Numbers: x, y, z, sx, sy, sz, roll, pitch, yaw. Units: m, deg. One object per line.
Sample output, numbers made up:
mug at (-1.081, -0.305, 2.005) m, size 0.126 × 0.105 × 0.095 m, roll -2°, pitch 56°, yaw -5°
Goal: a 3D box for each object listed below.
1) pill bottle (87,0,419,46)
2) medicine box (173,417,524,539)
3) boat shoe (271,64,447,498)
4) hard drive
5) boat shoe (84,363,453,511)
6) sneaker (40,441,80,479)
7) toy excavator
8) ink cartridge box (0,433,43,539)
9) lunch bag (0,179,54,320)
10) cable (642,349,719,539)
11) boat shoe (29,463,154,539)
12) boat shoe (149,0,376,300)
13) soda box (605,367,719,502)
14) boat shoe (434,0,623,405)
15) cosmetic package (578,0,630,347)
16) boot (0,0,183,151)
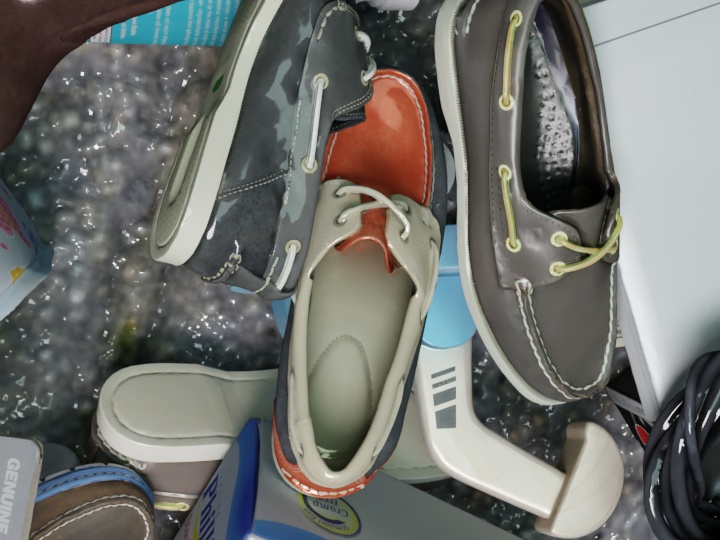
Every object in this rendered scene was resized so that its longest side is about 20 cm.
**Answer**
pill bottle at (-0.070, -0.162, 0.802) m, size 0.199 × 0.111 × 0.112 m, roll 1°, pitch 94°, yaw -11°
medicine box at (-0.020, 0.203, 0.802) m, size 0.181 × 0.103 × 0.201 m, roll 27°, pitch 111°, yaw -15°
boat shoe at (0.000, 0.000, 0.736) m, size 0.071 × 0.063 × 0.201 m, roll 12°, pitch 76°, yaw -4°
hard drive at (0.171, -0.043, 0.811) m, size 0.131 × 0.027 × 0.201 m, roll -20°, pitch 100°, yaw -15°
boat shoe at (-0.040, 0.091, 0.851) m, size 0.199 × 0.072 × 0.060 m, roll 5°, pitch 134°, yaw -22°
sneaker at (-0.220, 0.166, 0.824) m, size 0.199 × 0.073 × 0.112 m, roll -21°, pitch 112°, yaw -13°
toy excavator at (0.027, 0.033, 0.827) m, size 0.193 × 0.100 × 0.201 m, roll -2°, pitch 87°, yaw -9°
ink cartridge box at (-0.222, 0.164, 0.680) m, size 0.174 × 0.084 × 0.201 m, roll 5°, pitch 64°, yaw 3°
lunch bag at (-0.229, -0.028, 0.735) m, size 0.127 × 0.200 × 0.170 m, roll -42°, pitch 101°, yaw -6°
cable at (0.213, 0.083, 0.810) m, size 0.163 × 0.051 × 0.200 m, roll -47°, pitch 139°, yaw 13°
boat shoe at (-0.169, 0.169, 0.765) m, size 0.200 × 0.072 × 0.072 m, roll -38°, pitch 127°, yaw -11°
boat shoe at (-0.027, -0.087, 0.721) m, size 0.067 × 0.072 × 0.201 m, roll 22°, pitch 78°, yaw -16°
soda box at (0.234, 0.036, 0.895) m, size 0.200 × 0.071 × 0.064 m, roll -35°, pitch 101°, yaw -6°
boat shoe at (0.083, -0.032, 0.757) m, size 0.071 × 0.060 × 0.202 m, roll -20°, pitch 104°, yaw -29°
cosmetic package at (0.135, -0.067, 0.858) m, size 0.103 × 0.087 × 0.201 m, roll -6°, pitch 95°, yaw -15°
boot at (-0.086, -0.126, 0.673) m, size 0.165 × 0.072 × 0.201 m, roll 14°, pitch 83°, yaw 25°
